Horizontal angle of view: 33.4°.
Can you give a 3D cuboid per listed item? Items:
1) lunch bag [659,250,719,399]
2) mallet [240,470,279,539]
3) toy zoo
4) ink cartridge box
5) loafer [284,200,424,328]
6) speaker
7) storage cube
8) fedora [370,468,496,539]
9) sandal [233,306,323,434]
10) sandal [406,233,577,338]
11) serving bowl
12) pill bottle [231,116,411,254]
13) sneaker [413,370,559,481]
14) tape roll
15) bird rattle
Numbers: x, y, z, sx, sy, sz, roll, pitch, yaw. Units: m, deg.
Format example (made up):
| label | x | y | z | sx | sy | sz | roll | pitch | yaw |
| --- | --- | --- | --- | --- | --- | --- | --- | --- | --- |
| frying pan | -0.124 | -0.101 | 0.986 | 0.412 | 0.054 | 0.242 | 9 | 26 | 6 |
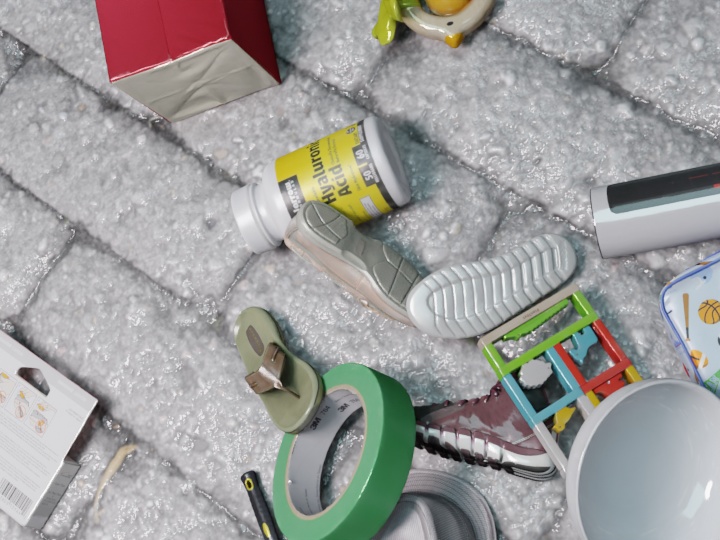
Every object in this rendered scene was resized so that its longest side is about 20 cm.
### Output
| label | x | y | z | sx | sy | sz | roll | pitch | yaw |
| --- | --- | --- | --- | --- | --- | --- | --- | --- | --- |
| lunch bag | 0.413 | 0.039 | 1.226 | 0.198 | 0.076 | 0.162 | -27 | 73 | 10 |
| mallet | -0.102 | 0.324 | 1.357 | 0.066 | 0.041 | 0.201 | -38 | 60 | 8 |
| toy zoo | 0.230 | 0.127 | 1.268 | 0.130 | 0.021 | 0.201 | -29 | 73 | -15 |
| ink cartridge box | -0.431 | 0.195 | 1.509 | 0.199 | 0.045 | 0.178 | 30 | 86 | 25 |
| loafer | 0.000 | 0.000 | 1.379 | 0.199 | 0.063 | 0.072 | 39 | 46 | -7 |
| speaker | 0.351 | -0.068 | 1.289 | 0.197 | 0.081 | 0.082 | -10 | 70 | 17 |
| storage cube | -0.218 | -0.316 | 1.515 | 0.169 | 0.200 | 0.182 | -16 | 75 | 13 |
| fedora | 0.051 | 0.305 | 1.272 | 0.175 | 0.090 | 0.202 | 15 | 79 | 23 |
| sandal | -0.108 | 0.114 | 1.381 | 0.080 | 0.057 | 0.201 | -56 | 45 | 13 |
| sandal | 0.150 | 0.023 | 1.353 | 0.200 | 0.050 | 0.084 | -20 | 83 | -1 |
| serving bowl | 0.283 | 0.202 | 1.194 | 0.202 | 0.199 | 0.066 | -59 | 21 | -6 |
| pill bottle | -0.048 | -0.094 | 1.425 | 0.198 | 0.111 | 0.113 | -23 | 67 | 12 |
| sneaker | 0.128 | 0.150 | 1.312 | 0.197 | 0.076 | 0.117 | 14 | 72 | 13 |
| tape roll | -0.021 | 0.202 | 1.296 | 0.200 | 0.048 | 0.202 | -39 | 38 | 39 |
| bird rattle | 0.094 | -0.358 | 1.486 | 0.162 | 0.113 | 0.201 | 34 | 73 | 14 |
